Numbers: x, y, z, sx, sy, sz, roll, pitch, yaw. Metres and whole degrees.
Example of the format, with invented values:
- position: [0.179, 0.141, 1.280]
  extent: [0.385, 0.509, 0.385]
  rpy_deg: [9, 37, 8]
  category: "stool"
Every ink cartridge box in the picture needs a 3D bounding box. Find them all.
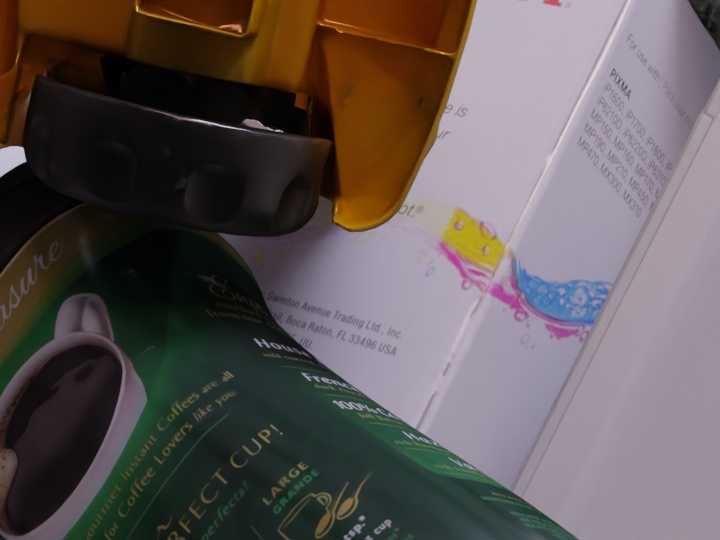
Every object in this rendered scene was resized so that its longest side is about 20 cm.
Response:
- position: [0.000, 0.000, 0.703]
  extent: [0.147, 0.086, 0.200]
  rpy_deg: [16, 70, 38]
  category: "ink cartridge box"

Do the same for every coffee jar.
- position: [-0.035, 0.057, 0.578]
  extent: [0.200, 0.104, 0.085]
  rpy_deg: [40, 8, 39]
  category: "coffee jar"

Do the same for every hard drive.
- position: [0.097, 0.047, 0.660]
  extent: [0.132, 0.200, 0.026]
  rpy_deg: [14, 16, -47]
  category: "hard drive"

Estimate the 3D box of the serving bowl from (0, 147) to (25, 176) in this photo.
- position: [-0.179, -0.050, 0.703]
  extent: [0.200, 0.066, 0.200]
  rpy_deg: [37, 5, -4]
  category: "serving bowl"

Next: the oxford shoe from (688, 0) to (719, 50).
- position: [0.069, -0.104, 0.733]
  extent: [0.200, 0.075, 0.058]
  rpy_deg: [12, 66, 47]
  category: "oxford shoe"

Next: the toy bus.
- position: [-0.067, -0.095, 0.626]
  extent: [0.199, 0.136, 0.192]
  rpy_deg: [13, 7, 1]
  category: "toy bus"
